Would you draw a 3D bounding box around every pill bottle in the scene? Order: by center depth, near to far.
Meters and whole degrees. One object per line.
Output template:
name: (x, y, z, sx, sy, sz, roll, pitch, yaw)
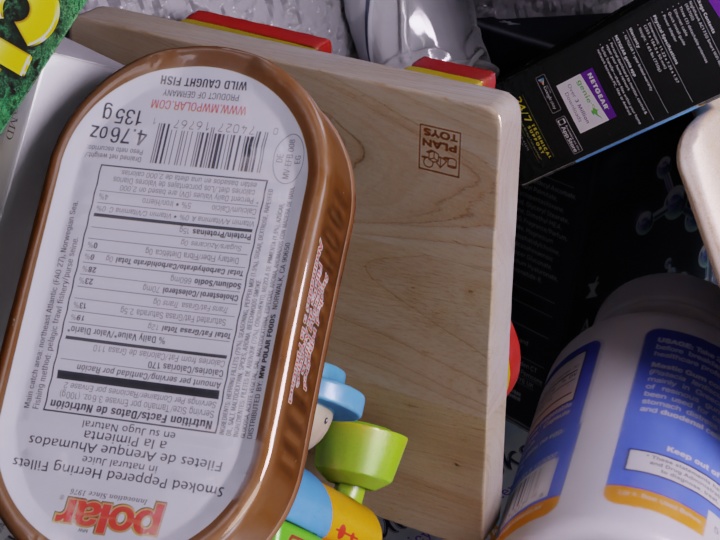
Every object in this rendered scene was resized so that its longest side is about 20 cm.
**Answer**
pill bottle: (0.129, 0.090, 0.745, 0.200, 0.112, 0.112, -62, 148, -52)

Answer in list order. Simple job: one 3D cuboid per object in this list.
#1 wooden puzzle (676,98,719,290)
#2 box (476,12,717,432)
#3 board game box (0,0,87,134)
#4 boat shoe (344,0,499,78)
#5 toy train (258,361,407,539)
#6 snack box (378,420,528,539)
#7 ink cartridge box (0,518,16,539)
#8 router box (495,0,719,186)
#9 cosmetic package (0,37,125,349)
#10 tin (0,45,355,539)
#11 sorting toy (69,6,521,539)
wooden puzzle: (0.194, 0.007, 0.740, 0.200, 0.046, 0.186, -36, 107, -73)
box: (0.130, -0.030, 0.892, 0.148, 0.107, 0.201, -10, 115, -39)
board game box: (-0.163, -0.090, 0.585, 0.105, 0.023, 0.200, 29, 109, -22)
boat shoe: (0.041, -0.089, 0.812, 0.073, 0.065, 0.201, -26, 125, -30)
toy train: (-0.007, 0.112, 0.666, 0.200, 0.084, 0.116, 39, 60, -59)
snack box: (0.043, 0.152, 0.850, 0.200, 0.169, 0.068, -20, 136, -34)
ink cartridge box: (-0.102, 0.142, 0.687, 0.148, 0.076, 0.200, -50, 151, -35)
router box: (0.165, -0.115, 0.725, 0.200, 0.149, 0.051, -32, 95, -39)
cosmetic package: (-0.153, 0.003, 0.667, 0.051, 0.082, 0.201, 8, 103, -44)
tin: (-0.068, 0.015, 0.586, 0.042, 0.112, 0.201, 49, 49, -65)
sorting toy: (-0.019, -0.008, 0.712, 0.070, 0.199, 0.199, -39, 137, -50)
